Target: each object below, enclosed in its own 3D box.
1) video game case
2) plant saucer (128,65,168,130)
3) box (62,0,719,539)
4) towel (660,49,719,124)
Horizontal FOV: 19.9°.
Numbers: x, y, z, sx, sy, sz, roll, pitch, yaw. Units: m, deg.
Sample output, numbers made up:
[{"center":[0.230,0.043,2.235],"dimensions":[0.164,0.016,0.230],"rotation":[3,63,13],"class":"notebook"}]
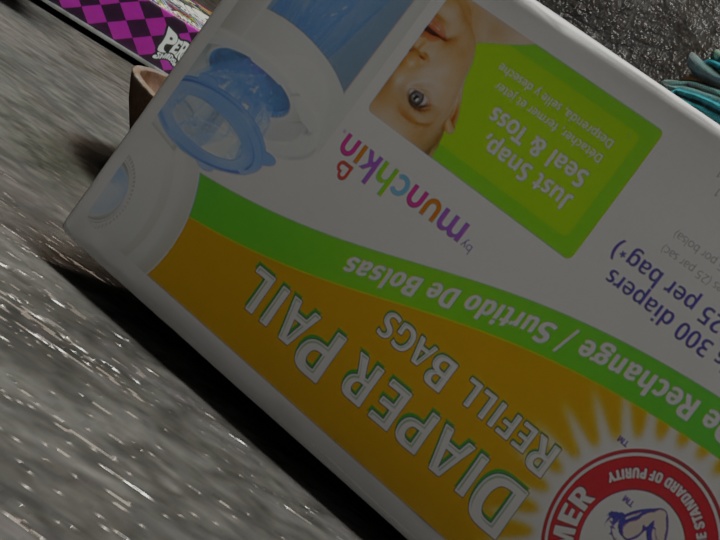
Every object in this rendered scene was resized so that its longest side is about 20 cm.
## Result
[{"center":[-0.115,-0.139,1.136],"dimensions":[0.200,0.036,0.181],"rotation":[31,7,-26],"class":"video game case"},{"center":[0.000,0.000,0.687],"dimensions":[0.200,0.034,0.200],"rotation":[33,6,-4],"class":"plant saucer"},{"center":[0.047,0.012,0.472],"dimensions":[0.200,0.113,0.101],"rotation":[38,6,31],"class":"box"},{"center":[0.141,0.051,0.571],"dimensions":[0.147,0.022,0.200],"rotation":[43,-29,54],"class":"towel"}]
